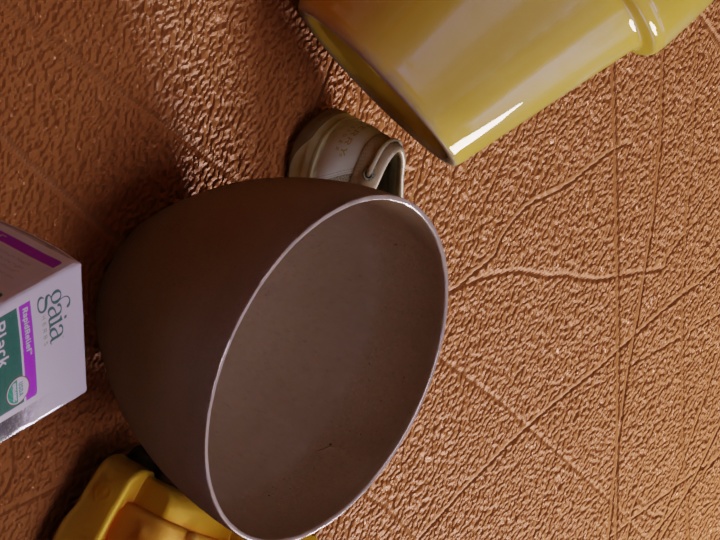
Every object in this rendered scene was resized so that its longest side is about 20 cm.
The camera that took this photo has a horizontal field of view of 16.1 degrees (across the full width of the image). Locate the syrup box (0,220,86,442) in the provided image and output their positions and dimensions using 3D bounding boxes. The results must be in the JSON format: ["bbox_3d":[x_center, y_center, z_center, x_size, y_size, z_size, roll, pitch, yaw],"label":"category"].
[{"bbox_3d":[-0.228,0.053,1.223,0.200,0.081,0.079,-31,134,-40],"label":"syrup box"}]

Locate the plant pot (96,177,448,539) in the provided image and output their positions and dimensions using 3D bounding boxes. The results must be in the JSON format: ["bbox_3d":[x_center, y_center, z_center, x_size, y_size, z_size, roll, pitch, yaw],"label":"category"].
[{"bbox_3d":[-0.065,0.031,1.391,0.200,0.134,0.200,-32,134,-40],"label":"plant pot"}]

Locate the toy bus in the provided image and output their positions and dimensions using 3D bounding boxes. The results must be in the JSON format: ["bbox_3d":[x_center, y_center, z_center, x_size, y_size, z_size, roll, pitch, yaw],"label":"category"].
[{"bbox_3d":[-0.062,0.204,1.454,0.200,0.192,0.136,29,87,-56],"label":"toy bus"}]

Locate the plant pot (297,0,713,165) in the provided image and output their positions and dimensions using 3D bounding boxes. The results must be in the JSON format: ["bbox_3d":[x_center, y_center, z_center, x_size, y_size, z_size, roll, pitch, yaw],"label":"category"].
[{"bbox_3d":[0.074,-0.169,1.429,0.189,0.201,0.201,-45,145,-2],"label":"plant pot"}]

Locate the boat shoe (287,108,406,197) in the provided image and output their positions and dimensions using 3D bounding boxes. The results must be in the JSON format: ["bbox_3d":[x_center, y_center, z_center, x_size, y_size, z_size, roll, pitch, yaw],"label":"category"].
[{"bbox_3d":[0.002,-0.002,1.530,0.073,0.063,0.201,-34,136,-39],"label":"boat shoe"}]
